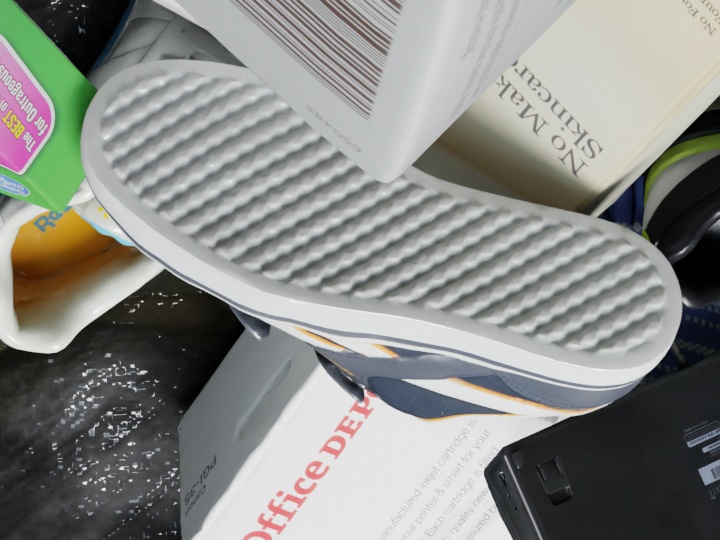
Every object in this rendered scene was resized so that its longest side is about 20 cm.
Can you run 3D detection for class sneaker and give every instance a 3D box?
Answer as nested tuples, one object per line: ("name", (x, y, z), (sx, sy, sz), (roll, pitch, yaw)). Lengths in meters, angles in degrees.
("sneaker", (0.000, 0.000, 0.823), (0.200, 0.078, 0.079), (23, 155, -1))
("sneaker", (0.191, -0.012, 0.877), (0.200, 0.083, 0.072), (-5, 126, 16))
("sneaker", (-0.069, -0.051, 0.904), (0.076, 0.081, 0.200), (29, 118, -24))

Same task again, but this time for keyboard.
("keyboard", (0.120, 0.049, 0.910), (0.200, 0.127, 0.021), (-19, 173, -40))

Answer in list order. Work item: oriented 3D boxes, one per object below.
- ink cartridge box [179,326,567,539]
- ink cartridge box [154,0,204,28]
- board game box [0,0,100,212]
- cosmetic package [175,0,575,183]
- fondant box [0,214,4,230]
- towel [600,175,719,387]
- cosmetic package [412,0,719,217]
("ink cartridge box", (0.047, 0.071, 1.003), (0.200, 0.083, 0.147), (22, 123, -23))
("ink cartridge box", (-0.065, -0.168, 0.780), (0.200, 0.083, 0.147), (27, 95, -25))
("board game box", (-0.186, -0.101, 0.785), (0.040, 0.153, 0.200), (-61, 143, -15))
("cosmetic package", (0.022, -0.164, 0.643), (0.165, 0.200, 0.165), (42, 164, 7))
("fondant box", (-0.221, -0.058, 0.797), (0.200, 0.058, 0.144), (28, 165, 10))
("towel", (0.152, 0.068, 0.952), (0.145, 0.200, 0.024), (15, 153, -29))
("cosmetic package", (0.073, -0.086, 0.824), (0.104, 0.073, 0.200), (48, 147, 6))
